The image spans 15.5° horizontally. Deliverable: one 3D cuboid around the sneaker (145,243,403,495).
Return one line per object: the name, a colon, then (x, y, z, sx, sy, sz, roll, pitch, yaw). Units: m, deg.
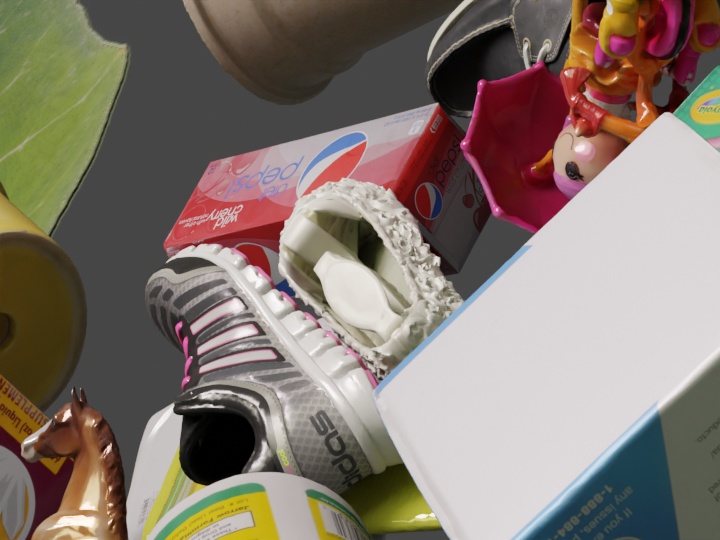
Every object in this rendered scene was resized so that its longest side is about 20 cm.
sneaker: (-0.060, 0.055, 1.240, 0.087, 0.074, 0.200, -36, 40, -15)

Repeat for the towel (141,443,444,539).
towel: (-0.009, 0.094, 1.235, 0.199, 0.018, 0.086, -7, 44, 32)

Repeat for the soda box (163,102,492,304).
soda box: (-0.017, -0.030, 1.425, 0.199, 0.063, 0.070, -11, 42, 48)

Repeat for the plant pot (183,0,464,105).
plant pot: (0.011, -0.216, 1.534, 0.182, 0.201, 0.201, -15, 38, 29)

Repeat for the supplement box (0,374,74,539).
supplement box: (-0.245, 0.155, 1.438, 0.085, 0.110, 0.201, -5, 47, 52)

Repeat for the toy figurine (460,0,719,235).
toy figurine: (0.111, -0.091, 1.217, 0.149, 0.185, 0.200, -7, 31, -20)

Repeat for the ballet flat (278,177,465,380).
ballet flat: (0.000, 0.000, 1.258, 0.072, 0.072, 0.200, -45, 35, 0)

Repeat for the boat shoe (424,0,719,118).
boat shoe: (0.106, -0.119, 1.362, 0.199, 0.072, 0.068, -18, 33, 40)

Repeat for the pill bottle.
pill bottle: (-0.030, 0.178, 1.089, 0.113, 0.113, 0.200, -41, 27, 9)

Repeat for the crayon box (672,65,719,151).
crayon box: (0.198, -0.002, 1.004, 0.058, 0.119, 0.200, -47, 26, -4)

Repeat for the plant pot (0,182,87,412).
plant pot: (-0.270, 0.016, 1.607, 0.188, 0.201, 0.201, 21, 68, 45)

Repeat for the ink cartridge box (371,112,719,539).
ink cartridge box: (0.133, 0.083, 0.886, 0.147, 0.200, 0.146, -43, 25, 4)

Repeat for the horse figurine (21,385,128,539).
horse figurine: (-0.137, 0.173, 1.275, 0.132, 0.050, 0.201, -40, 52, 13)

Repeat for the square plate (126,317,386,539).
square plate: (-0.058, 0.104, 1.332, 0.197, 0.028, 0.201, -29, 30, 30)
